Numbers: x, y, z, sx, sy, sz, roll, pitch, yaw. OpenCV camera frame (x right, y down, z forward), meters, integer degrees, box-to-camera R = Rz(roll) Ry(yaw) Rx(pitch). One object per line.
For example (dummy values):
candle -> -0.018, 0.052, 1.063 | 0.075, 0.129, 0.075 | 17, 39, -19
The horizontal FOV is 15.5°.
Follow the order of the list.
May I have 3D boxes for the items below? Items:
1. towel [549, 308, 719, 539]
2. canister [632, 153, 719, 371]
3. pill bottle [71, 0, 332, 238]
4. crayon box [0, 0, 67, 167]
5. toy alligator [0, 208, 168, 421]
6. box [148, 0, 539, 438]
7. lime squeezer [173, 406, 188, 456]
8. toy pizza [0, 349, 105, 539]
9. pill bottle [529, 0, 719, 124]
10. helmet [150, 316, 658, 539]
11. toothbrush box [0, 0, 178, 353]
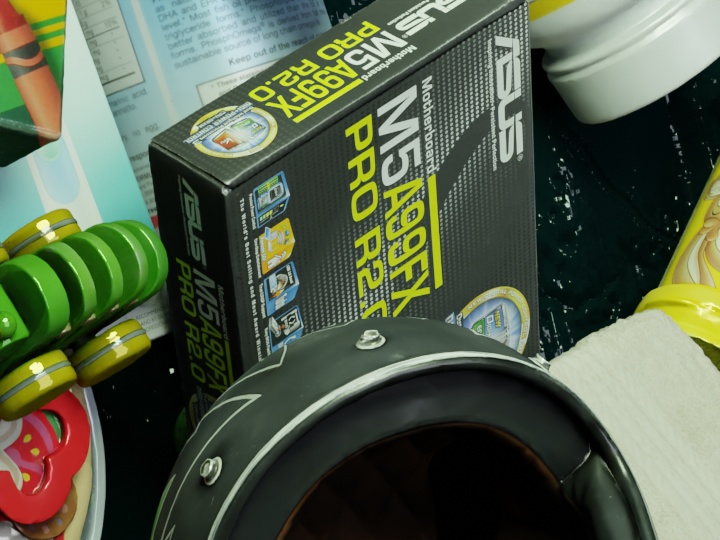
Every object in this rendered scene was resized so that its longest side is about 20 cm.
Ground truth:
towel -> 0.139, 0.108, 1.056 | 0.132, 0.034, 0.200 | -21, 67, -46
canister -> 0.224, -0.004, 1.273 | 0.148, 0.087, 0.200 | 27, 58, 2
pill bottle -> -0.072, -0.111, 1.073 | 0.109, 0.109, 0.201 | -20, 93, -39
crayon box -> -0.197, -0.117, 0.909 | 0.200, 0.051, 0.127 | 10, 73, -33
toy alligator -> -0.120, 0.016, 0.894 | 0.200, 0.054, 0.059 | -23, 79, -53
box -> 0.000, 0.000, 1.030 | 0.160, 0.044, 0.200 | -33, 137, -31
lime squeezer -> -0.037, 0.066, 1.107 | 0.071, 0.038, 0.200 | 51, 54, -18
toy pizza -> -0.170, 0.068, 0.902 | 0.200, 0.032, 0.201 | 7, 79, -35
pill bottle -> 0.086, -0.174, 1.207 | 0.114, 0.114, 0.200 | -45, 108, -35
helmet -> 0.015, 0.118, 0.939 | 0.200, 0.200, 0.191 | -4, 57, -38
toothbrush box -> -0.173, -0.044, 0.995 | 0.146, 0.085, 0.201 | -21, 92, -38
